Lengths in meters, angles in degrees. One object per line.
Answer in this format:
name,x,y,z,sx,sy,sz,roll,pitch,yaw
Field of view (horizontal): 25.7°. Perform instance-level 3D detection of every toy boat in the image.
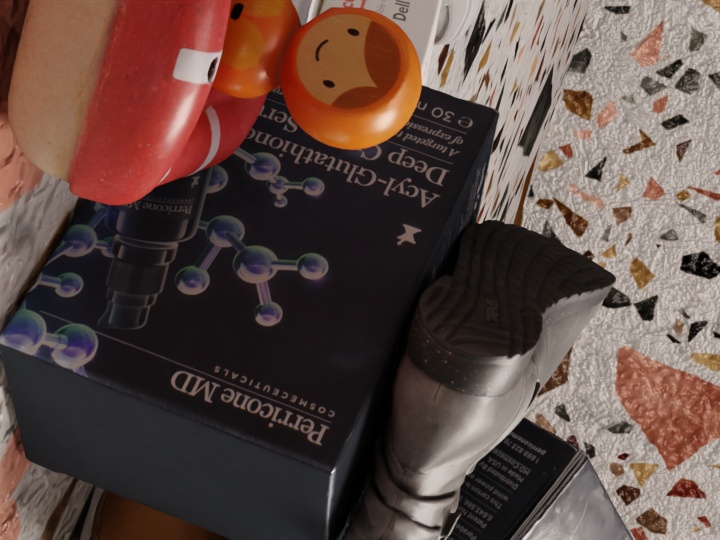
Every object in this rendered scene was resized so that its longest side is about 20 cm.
toy boat,-0.040,-0.084,0.580,0.200,0.130,0.131,-40,148,-73

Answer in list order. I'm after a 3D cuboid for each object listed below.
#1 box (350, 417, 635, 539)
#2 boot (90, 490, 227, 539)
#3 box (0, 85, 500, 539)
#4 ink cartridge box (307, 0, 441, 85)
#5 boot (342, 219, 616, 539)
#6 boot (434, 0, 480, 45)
box,0.039,0.189,0.804,0.197,0.124,0.200,-49,138,-16
boot,-0.076,0.081,0.809,0.155,0.077,0.200,120,-8,-53
box,-0.044,0.006,0.702,0.107,0.148,0.200,96,17,-56
ink cartridge box,0.003,-0.105,0.894,0.200,0.067,0.117,99,3,-46
boot,0.046,0.057,0.707,0.200,0.070,0.132,-26,140,-61
boot,0.024,-0.186,0.979,0.096,0.073,0.200,-59,159,-25
